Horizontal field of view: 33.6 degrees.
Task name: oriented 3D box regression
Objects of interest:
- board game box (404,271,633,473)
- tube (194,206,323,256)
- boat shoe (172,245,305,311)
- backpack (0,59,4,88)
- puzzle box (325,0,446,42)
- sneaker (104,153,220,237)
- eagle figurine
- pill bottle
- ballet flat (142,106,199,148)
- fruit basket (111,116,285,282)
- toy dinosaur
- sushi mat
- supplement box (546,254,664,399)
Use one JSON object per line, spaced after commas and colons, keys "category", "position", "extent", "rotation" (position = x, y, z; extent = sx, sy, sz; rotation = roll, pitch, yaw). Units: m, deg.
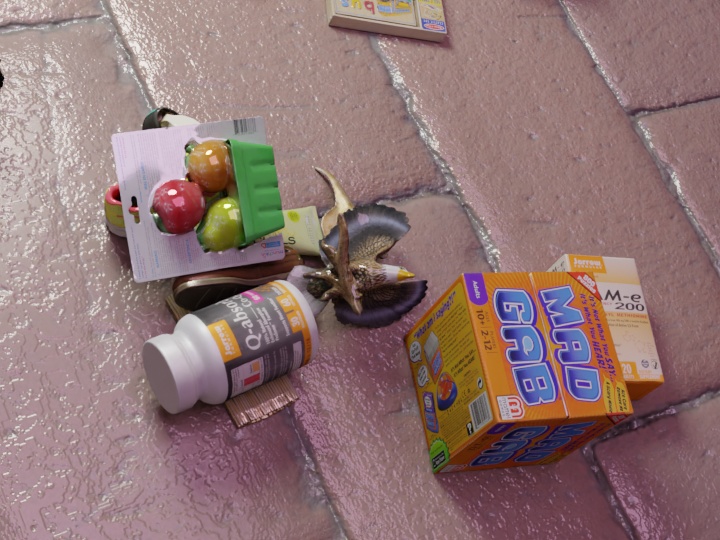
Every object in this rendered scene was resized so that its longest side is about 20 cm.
{"category": "board game box", "position": [0.200, 0.134, 1.569], "extent": [0.198, 0.200, 0.201], "rotation": [-1, 64, -23]}
{"category": "tube", "position": [-0.141, -0.051, 1.619], "extent": [0.199, 0.052, 0.059], "rotation": [-3, 109, -29]}
{"category": "boat shoe", "position": [-0.161, 0.007, 1.555], "extent": [0.199, 0.072, 0.068], "rotation": [-3, 59, -38]}
{"category": "backpack", "position": [-0.554, -0.190, 1.463], "extent": [0.181, 0.135, 0.201], "rotation": [20, 57, -12]}
{"category": "puzzle box", "position": [0.037, -0.439, 1.913], "extent": [0.198, 0.025, 0.134], "rotation": [4, 63, -21]}
{"category": "sneaker", "position": [-0.244, -0.114, 1.545], "extent": [0.199, 0.090, 0.078], "rotation": [-31, 71, -10]}
{"category": "eagle figurine", "position": [0.007, 0.003, 1.579], "extent": [0.150, 0.152, 0.200], "rotation": [33, 15, 9]}
{"category": "pill bottle", "position": [-0.160, 0.096, 1.473], "extent": [0.199, 0.116, 0.117], "rotation": [-22, 74, -30]}
{"category": "ballet flat", "position": [-0.209, -0.159, 1.633], "extent": [0.199, 0.068, 0.068], "rotation": [29, 54, -7]}
{"category": "fruit basket", "position": [-0.202, -0.090, 1.496], "extent": [0.198, 0.094, 0.187], "rotation": [-10, 91, -16]}
{"category": "toy dinosaur", "position": [-0.009, -0.070, 1.677], "extent": [0.100, 0.058, 0.202], "rotation": [3, 62, -20]}
{"category": "sushi mat", "position": [-0.166, 0.102, 1.545], "extent": [0.095, 0.012, 0.201], "rotation": [-24, 75, -32]}
{"category": "supplement box", "position": [0.353, 0.082, 1.738], "extent": [0.125, 0.074, 0.201], "rotation": [3, 62, -22]}
